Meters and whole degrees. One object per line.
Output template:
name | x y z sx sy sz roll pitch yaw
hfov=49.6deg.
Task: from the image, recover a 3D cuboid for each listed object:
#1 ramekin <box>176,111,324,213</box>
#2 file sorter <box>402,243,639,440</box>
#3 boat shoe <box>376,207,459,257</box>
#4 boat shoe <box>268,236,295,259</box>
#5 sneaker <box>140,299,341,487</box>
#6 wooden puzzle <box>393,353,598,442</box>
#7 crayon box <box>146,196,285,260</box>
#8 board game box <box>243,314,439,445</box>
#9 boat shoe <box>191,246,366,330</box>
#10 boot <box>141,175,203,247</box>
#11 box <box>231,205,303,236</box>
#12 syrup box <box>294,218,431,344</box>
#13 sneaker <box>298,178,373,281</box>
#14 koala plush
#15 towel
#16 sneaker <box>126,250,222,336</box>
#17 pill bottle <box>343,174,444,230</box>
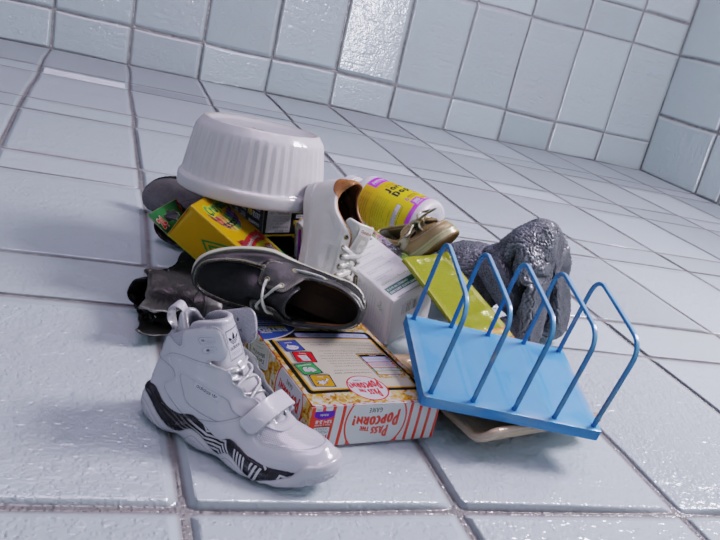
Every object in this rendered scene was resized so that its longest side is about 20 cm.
ramekin | -0.137 -0.147 1.036 0.199 0.096 0.203 12 14 -3
file sorter | 0.163 0.068 0.812 0.197 0.124 0.139 13 29 -13
boat shoe | 0.067 -0.043 1.068 0.073 0.063 0.200 -26 1 -24
boat shoe | -0.121 -0.032 1.137 0.073 0.067 0.200 14 18 2
sneaker | -0.100 0.104 0.681 0.198 0.116 0.075 20 20 17
wooden puzzle | 0.145 0.142 0.896 0.183 0.038 0.199 1 18 -34
crayon box | -0.160 -0.028 0.973 0.200 0.051 0.127 41 12 -8
board game box | -0.030 0.109 0.830 0.150 0.047 0.200 3 21 -30
boat shoe | -0.090 0.021 0.852 0.197 0.073 0.068 14 12 -3
boot | -0.276 -0.086 1.186 0.197 0.071 0.132 16 23 18
box | -0.126 -0.105 1.168 0.158 0.050 0.199 -6 25 -37
syrup box | 0.000 0.000 1.040 0.078 0.082 0.200 -25 50 -33
sneaker | -0.027 -0.017 0.952 0.084 0.203 0.072 -7 -10 33
koala plush | 0.187 0.008 1.123 0.198 0.187 0.176 10 16 34
towel | 0.133 0.052 0.942 0.085 0.018 0.201 -3 48 -45
sneaker | -0.225 0.019 0.922 0.103 0.061 0.200 10 22 -27
pill bottle | 0.048 -0.110 1.431 0.199 0.106 0.104 26 22 31
